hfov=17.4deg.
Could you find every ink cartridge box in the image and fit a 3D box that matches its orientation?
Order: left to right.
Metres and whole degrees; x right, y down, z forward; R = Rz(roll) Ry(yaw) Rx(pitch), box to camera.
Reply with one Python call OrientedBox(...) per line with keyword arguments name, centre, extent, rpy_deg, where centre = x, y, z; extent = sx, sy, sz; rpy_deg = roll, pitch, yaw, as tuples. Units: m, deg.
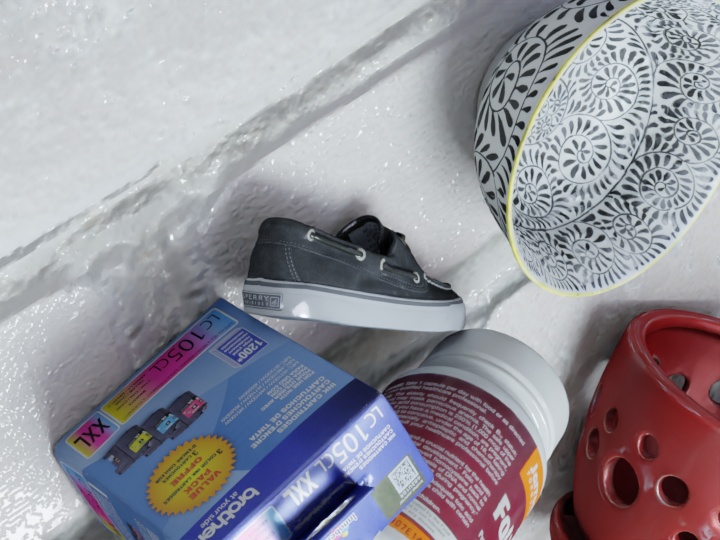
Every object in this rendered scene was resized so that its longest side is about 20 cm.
OrientedBox(name="ink cartridge box", centre=(-0.057, 0.111, 1.278), extent=(0.136, 0.200, 0.076), rpy_deg=(-43, 128, -16))

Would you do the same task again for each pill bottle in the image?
OrientedBox(name="pill bottle", centre=(0.040, 0.129, 1.378), extent=(0.200, 0.114, 0.114), rpy_deg=(-50, 147, -44))

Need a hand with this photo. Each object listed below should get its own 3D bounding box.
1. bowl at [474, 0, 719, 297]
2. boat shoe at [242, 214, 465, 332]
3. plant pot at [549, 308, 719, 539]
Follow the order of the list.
OrientedBox(name="bowl", centre=(0.133, -0.094, 1.416), extent=(0.201, 0.094, 0.201), rpy_deg=(-25, 133, -31))
OrientedBox(name="boat shoe", centre=(0.000, 0.000, 1.376), extent=(0.200, 0.070, 0.066), rpy_deg=(7, 88, -53))
OrientedBox(name="plant pot", centre=(0.235, 0.151, 1.616), extent=(0.200, 0.200, 0.183), rpy_deg=(3, 122, -46))
